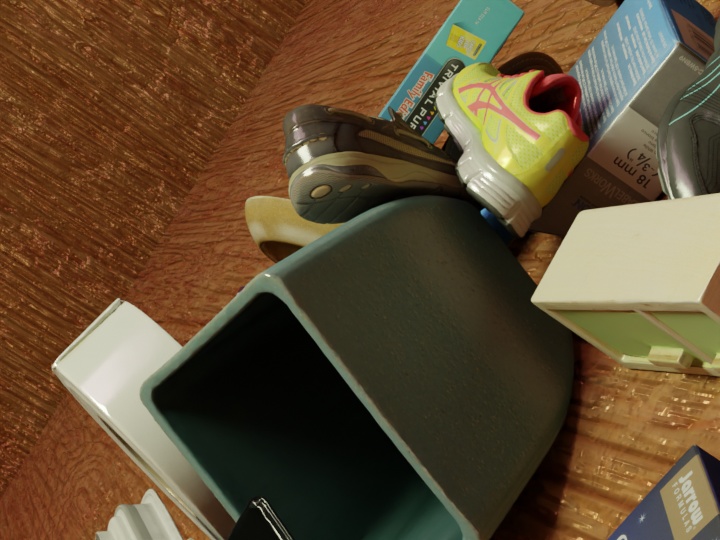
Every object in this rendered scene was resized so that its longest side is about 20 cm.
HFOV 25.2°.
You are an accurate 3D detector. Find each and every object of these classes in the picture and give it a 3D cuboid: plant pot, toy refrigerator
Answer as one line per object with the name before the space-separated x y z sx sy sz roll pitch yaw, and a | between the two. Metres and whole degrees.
plant pot | 0.019 0.066 1.014 0.200 0.196 0.196 -40 0 -40
plant pot | 0.000 0.000 1.200 0.028 0.198 0.200 -66 15 -10
toy refrigerator | 0.169 0.012 0.845 0.070 0.076 0.200 -59 14 -10

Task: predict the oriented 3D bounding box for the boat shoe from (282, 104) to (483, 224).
boat shoe | 0.021 -0.070 1.043 0.074 0.199 0.074 -26 71 27

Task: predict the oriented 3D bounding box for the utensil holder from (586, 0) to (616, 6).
utensil holder | 0.205 -0.344 1.316 0.201 0.169 0.171 -52 14 24

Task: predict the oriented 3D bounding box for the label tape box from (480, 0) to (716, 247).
label tape box | 0.166 -0.090 1.101 0.201 0.063 0.145 -52 16 25

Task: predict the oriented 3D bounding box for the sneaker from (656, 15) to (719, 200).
sneaker | 0.225 -0.102 0.904 0.079 0.075 0.202 -32 29 54

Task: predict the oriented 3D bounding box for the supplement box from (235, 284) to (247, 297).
supplement box | -0.044 0.082 1.310 0.104 0.130 0.200 -61 13 -12

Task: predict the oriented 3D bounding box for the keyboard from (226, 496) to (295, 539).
keyboard | -0.028 0.236 0.953 0.105 0.039 0.200 -58 47 22

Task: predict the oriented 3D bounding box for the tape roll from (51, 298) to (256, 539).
tape roll | -0.128 0.116 1.147 0.071 0.203 0.202 -44 11 -12

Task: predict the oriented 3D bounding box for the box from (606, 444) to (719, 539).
box | 0.131 0.163 0.736 0.201 0.032 0.121 -51 15 19

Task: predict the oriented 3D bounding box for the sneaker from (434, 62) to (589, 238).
sneaker | 0.109 -0.097 1.059 0.090 0.078 0.201 -45 24 16

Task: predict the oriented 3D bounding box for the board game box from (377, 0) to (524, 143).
board game box | 0.040 -0.116 1.228 0.201 0.047 0.151 -55 3 -3

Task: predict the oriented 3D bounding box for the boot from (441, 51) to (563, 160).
boot | 0.083 -0.080 1.273 0.202 0.076 0.155 -65 10 -1

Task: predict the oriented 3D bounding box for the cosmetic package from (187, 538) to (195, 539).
cosmetic package | -0.148 0.308 1.232 0.200 0.103 0.073 -47 16 31

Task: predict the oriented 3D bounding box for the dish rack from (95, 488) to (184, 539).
dish rack | -0.153 0.267 1.082 0.172 0.043 0.203 -139 54 -61
